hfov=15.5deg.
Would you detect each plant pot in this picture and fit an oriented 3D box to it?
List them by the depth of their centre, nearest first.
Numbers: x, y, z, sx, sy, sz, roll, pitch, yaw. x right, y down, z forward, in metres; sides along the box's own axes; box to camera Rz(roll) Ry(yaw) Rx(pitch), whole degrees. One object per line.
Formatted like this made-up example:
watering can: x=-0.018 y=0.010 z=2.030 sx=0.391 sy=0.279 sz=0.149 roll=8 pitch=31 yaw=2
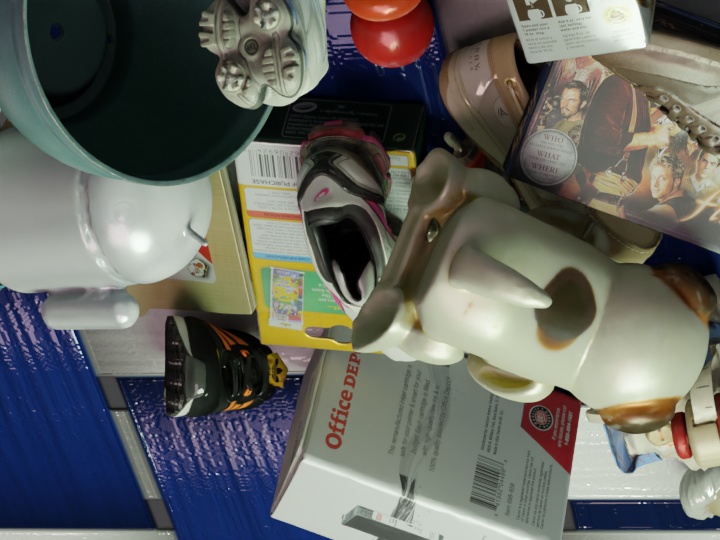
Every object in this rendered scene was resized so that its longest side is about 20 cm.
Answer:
plant pot: x=-0.163 y=-0.152 z=1.660 sx=0.134 sy=0.201 sz=0.200 roll=1 pitch=142 yaw=50

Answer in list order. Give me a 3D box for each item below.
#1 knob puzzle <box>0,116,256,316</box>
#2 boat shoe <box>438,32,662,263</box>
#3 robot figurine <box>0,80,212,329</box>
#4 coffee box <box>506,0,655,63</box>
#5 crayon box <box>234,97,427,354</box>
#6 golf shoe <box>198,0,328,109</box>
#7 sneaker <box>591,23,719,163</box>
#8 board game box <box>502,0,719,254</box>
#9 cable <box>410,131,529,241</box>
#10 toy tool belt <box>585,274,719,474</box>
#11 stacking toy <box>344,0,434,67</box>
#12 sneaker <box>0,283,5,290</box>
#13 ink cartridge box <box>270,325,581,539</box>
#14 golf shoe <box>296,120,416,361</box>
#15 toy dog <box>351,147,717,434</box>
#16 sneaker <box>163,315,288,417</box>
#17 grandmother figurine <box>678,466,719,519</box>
knob puzzle: x=-0.174 y=-0.056 z=1.855 sx=0.218 sy=0.030 sz=0.221 roll=14 pitch=131 yaw=17
boat shoe: x=0.138 y=-0.077 z=1.728 sx=0.069 sy=0.074 sz=0.200 roll=-27 pitch=122 yaw=39
robot figurine: x=-0.182 y=-0.045 z=1.769 sx=0.199 sy=0.171 sz=0.113 roll=-4 pitch=179 yaw=31
coffee box: x=0.115 y=-0.236 z=1.541 sx=0.079 sy=0.115 sz=0.201 roll=-6 pitch=134 yaw=19
crayon box: x=-0.015 y=-0.030 z=1.832 sx=0.125 sy=0.052 sz=0.201 roll=4 pitch=135 yaw=9
golf shoe: x=-0.061 y=-0.202 z=1.629 sx=0.078 sy=0.097 sz=0.201 roll=-3 pitch=96 yaw=26
sneaker: x=0.225 y=-0.096 z=1.617 sx=0.199 sy=0.070 sz=0.076 roll=17 pitch=98 yaw=-8
board game box: x=0.207 y=-0.091 z=1.674 sx=0.199 sy=0.035 sz=0.136 roll=19 pitch=103 yaw=-8
cable: x=0.108 y=-0.031 z=1.807 sx=0.050 sy=0.098 sz=0.200 roll=17 pitch=168 yaw=41
toy tool belt: x=0.194 y=0.085 z=1.789 sx=0.122 sy=0.200 sz=0.125 roll=-12 pitch=111 yaw=12
stacking toy: x=0.011 y=-0.204 z=1.634 sx=0.085 sy=0.086 sz=0.200 roll=0 pitch=142 yaw=14
sneaker: x=-0.332 y=-0.033 z=1.874 sx=0.199 sy=0.082 sz=0.073 roll=16 pitch=136 yaw=14
ink cartridge box: x=0.047 y=0.135 z=1.919 sx=0.199 sy=0.145 sz=0.084 roll=21 pitch=136 yaw=-8
golf shoe: x=0.000 y=0.000 z=1.757 sx=0.072 sy=0.092 sz=0.200 roll=-7 pitch=134 yaw=20
toy dog: x=0.125 y=0.017 z=1.661 sx=0.199 sy=0.140 sz=0.194 roll=23 pitch=167 yaw=-17
sneaker: x=-0.095 y=0.067 z=1.889 sx=0.089 sy=0.070 sz=0.200 roll=0 pitch=179 yaw=-6
grandmother figurine: x=0.332 y=0.158 z=1.938 sx=0.199 sy=0.061 sz=0.122 roll=-2 pitch=126 yaw=12
